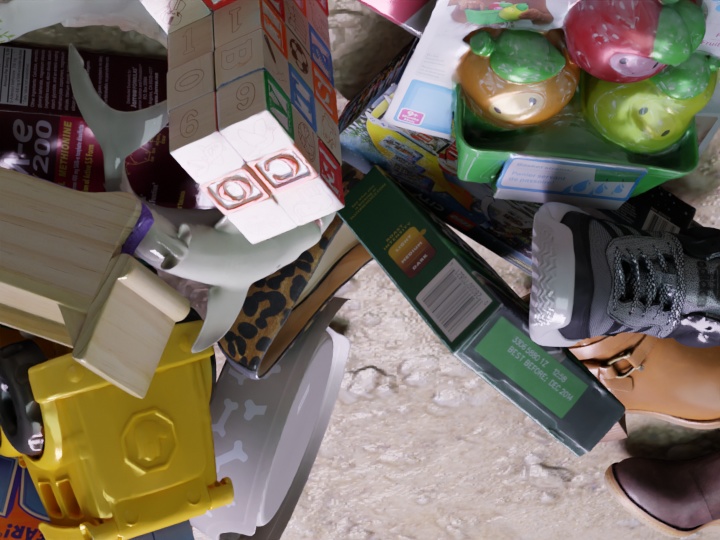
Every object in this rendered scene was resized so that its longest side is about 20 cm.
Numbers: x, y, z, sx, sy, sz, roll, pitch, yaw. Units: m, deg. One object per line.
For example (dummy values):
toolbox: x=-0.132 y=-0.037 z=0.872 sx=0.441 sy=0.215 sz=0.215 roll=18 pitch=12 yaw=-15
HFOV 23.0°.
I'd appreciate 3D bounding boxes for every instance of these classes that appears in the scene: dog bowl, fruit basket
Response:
dog bowl: x=-0.064 y=0.105 z=1.246 sx=0.058 sy=0.201 sz=0.201 roll=18 pitch=140 yaw=8
fruit basket: x=0.121 y=-0.104 z=0.898 sx=0.184 sy=0.094 sz=0.200 roll=6 pitch=161 yaw=-11

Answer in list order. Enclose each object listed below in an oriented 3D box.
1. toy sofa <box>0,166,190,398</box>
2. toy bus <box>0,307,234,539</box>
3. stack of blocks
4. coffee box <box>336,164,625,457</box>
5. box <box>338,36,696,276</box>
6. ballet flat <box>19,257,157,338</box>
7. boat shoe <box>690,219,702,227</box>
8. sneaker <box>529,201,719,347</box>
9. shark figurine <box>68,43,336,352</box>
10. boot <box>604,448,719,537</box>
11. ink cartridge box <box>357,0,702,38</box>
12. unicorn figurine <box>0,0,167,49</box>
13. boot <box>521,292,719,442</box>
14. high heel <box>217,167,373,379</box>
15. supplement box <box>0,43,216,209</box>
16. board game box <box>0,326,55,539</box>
toy sofa: x=-0.201 y=-0.006 z=1.030 sx=0.199 sy=0.098 sz=0.083 roll=16 pitch=166 yaw=24
toy bus: x=-0.164 y=0.129 z=1.158 sx=0.135 sy=0.193 sz=0.200 roll=-16 pitch=-178 yaw=-28
stack of blocks: x=-0.065 y=-0.130 z=0.947 sx=0.058 sy=0.201 sz=0.115 roll=-21 pitch=139 yaw=19
coffee box: x=0.067 y=0.020 z=1.058 sx=0.044 sy=0.200 sz=0.123 roll=-47 pitch=122 yaw=5
box: x=0.088 y=-0.057 z=1.089 sx=0.199 sy=0.038 sz=0.137 roll=31 pitch=160 yaw=-10
ballet flat: x=-0.238 y=0.009 z=1.190 sx=0.199 sy=0.071 sz=0.067 roll=12 pitch=173 yaw=-18
boat shoe: x=0.162 y=-0.048 z=1.182 sx=0.073 sy=0.065 sz=0.200 roll=12 pitch=161 yaw=49
sneaker: x=0.156 y=0.004 z=0.955 sx=0.113 sy=0.076 sz=0.200 roll=2 pitch=180 yaw=16
shark figurine: x=-0.118 y=-0.038 z=1.057 sx=0.129 sy=0.089 sz=0.214 roll=-55 pitch=140 yaw=4
boot: x=0.316 y=0.148 z=1.454 sx=0.199 sy=0.073 sz=0.167 roll=17 pitch=123 yaw=-24
ink cartridge box: x=0.106 y=-0.177 z=0.971 sx=0.199 sy=0.084 sz=0.145 roll=27 pitch=131 yaw=-32
unicorn figurine: x=-0.169 y=-0.163 z=1.008 sx=0.198 sy=0.074 sz=0.138 roll=1 pitch=152 yaw=14
boot: x=0.218 y=0.048 z=1.311 sx=0.199 sy=0.077 sz=0.156 roll=-14 pitch=136 yaw=21
high heel: x=0.000 y=0.000 z=1.157 sx=0.199 sy=0.143 sz=0.072 roll=-14 pitch=138 yaw=9
supplement box: x=-0.171 y=-0.079 z=1.106 sx=0.198 sy=0.061 sz=0.109 roll=4 pitch=140 yaw=-11
board game box: x=-0.250 y=0.186 z=1.306 sx=0.199 sy=0.201 sz=0.200 roll=13 pitch=138 yaw=-21
